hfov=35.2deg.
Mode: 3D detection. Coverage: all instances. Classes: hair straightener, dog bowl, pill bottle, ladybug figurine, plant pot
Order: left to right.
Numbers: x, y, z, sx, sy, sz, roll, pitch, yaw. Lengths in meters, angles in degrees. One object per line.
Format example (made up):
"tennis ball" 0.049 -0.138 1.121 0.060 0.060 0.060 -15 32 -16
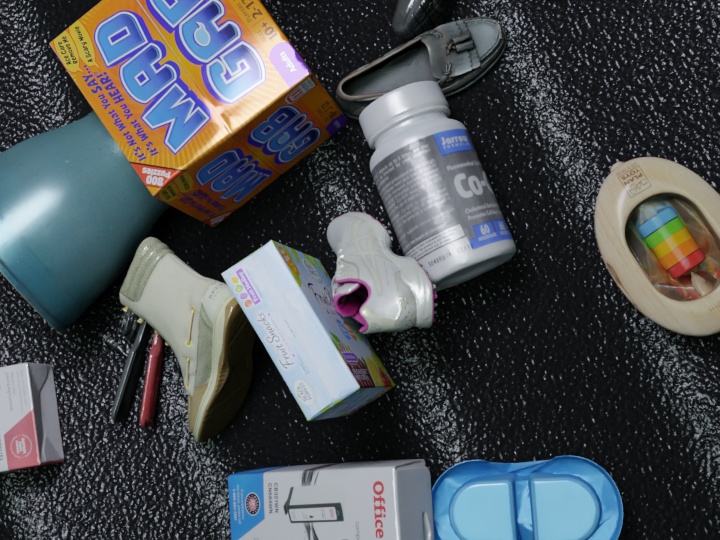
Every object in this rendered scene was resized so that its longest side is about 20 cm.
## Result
"plant pot" -0.318 -0.068 1.244 0.188 0.200 0.200 -40 78 -9
"hair straightener" -0.258 0.073 1.284 0.076 0.041 0.202 6 85 11
"pill bottle" 0.077 -0.089 1.198 0.113 0.114 0.201 -23 81 8
"dog bowl" 0.171 0.250 1.178 0.198 0.050 0.112 -5 83 11
"ladybug figurine" 0.317 -0.026 1.164 0.135 0.072 0.201 -30 80 7

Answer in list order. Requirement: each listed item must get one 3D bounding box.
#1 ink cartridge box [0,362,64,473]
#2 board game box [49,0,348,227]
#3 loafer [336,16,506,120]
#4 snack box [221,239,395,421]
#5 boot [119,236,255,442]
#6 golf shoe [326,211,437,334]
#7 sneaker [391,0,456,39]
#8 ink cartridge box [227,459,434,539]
"ink cartridge box" -0.450 0.180 1.298 0.198 0.067 0.117 -12 82 10
"board game box" -0.164 -0.198 1.211 0.199 0.200 0.201 -37 78 4
"loafer" 0.066 -0.221 1.239 0.199 0.063 0.072 -25 80 8
"snack box" -0.048 0.064 1.163 0.067 0.200 0.169 -33 79 6
"boot" -0.193 0.076 1.235 0.154 0.072 0.201 31 127 23
"golf shoe" 0.000 0.000 1.177 0.091 0.200 0.076 -18 124 -20
"sneaker" 0.074 -0.349 1.254 0.090 0.076 0.201 21 79 19
"ink cartridge box" -0.030 0.275 1.174 0.199 0.084 0.147 -9 81 26
